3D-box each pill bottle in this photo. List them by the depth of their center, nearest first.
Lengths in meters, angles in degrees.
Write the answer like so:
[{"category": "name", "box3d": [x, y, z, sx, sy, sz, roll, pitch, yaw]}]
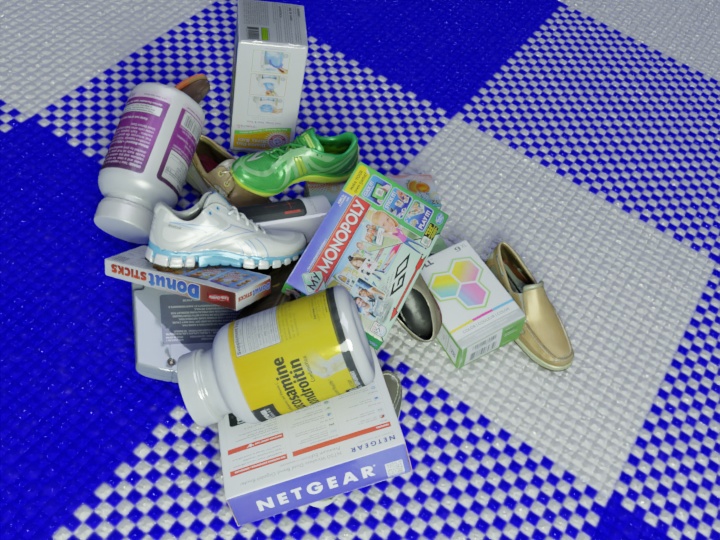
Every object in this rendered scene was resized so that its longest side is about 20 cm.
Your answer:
[{"category": "pill bottle", "box3d": [-0.091, 0.098, 0.911, 0.197, 0.113, 0.113, -20, 53, 4]}, {"category": "pill bottle", "box3d": [-0.293, -0.145, 1.159, 0.111, 0.112, 0.203, 15, 71, 0]}]

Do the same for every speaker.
[{"category": "speaker", "box3d": [-0.133, -0.047, 1.116, 0.197, 0.082, 0.082, -10, 53, -21]}]

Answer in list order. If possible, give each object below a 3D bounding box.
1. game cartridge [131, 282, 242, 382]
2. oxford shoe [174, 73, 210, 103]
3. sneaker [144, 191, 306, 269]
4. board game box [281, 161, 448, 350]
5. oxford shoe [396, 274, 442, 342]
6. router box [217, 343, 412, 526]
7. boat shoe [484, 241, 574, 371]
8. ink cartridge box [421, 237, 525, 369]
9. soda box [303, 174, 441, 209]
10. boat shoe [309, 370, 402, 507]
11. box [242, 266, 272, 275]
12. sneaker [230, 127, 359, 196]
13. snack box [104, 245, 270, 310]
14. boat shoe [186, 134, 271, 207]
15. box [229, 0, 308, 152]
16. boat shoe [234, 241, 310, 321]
[{"category": "game cartridge", "box3d": [-0.178, 0.072, 1.039, 0.197, 0.041, 0.135, -1, 58, -19]}, {"category": "oxford shoe", "box3d": [-0.281, -0.225, 1.295, 0.072, 0.071, 0.201, 35, 57, -4]}, {"category": "sneaker", "box3d": [-0.157, -0.050, 1.014, 0.197, 0.088, 0.075, -1, 16, -23]}, {"category": "board game box", "box3d": [0.009, -0.022, 1.020, 0.133, 0.029, 0.201, 31, 61, -2]}, {"category": "oxford shoe", "box3d": [0.043, 0.002, 1.063, 0.070, 0.075, 0.201, -36, 94, 6]}, {"category": "router box", "box3d": [-0.060, 0.172, 0.948, 0.197, 0.049, 0.180, -16, 38, -2]}, {"category": "boat shoe", "box3d": [0.233, 0.045, 1.170, 0.071, 0.077, 0.201, -18, 57, -26]}, {"category": "ink cartridge box", "box3d": [0.126, 0.025, 1.164, 0.103, 0.060, 0.201, -24, 58, -17]}, {"category": "soda box", "box3d": [0.016, -0.095, 1.247, 0.197, 0.064, 0.069, -3, 50, -14]}, {"category": "boat shoe", "box3d": [-0.004, 0.189, 1.005, 0.072, 0.061, 0.202, 31, 51, 13]}, {"category": "box", "box3d": [-0.179, 0.019, 1.125, 0.198, 0.036, 0.143, -23, 59, -27]}, {"category": "sneaker", "box3d": [-0.090, -0.161, 1.176, 0.198, 0.084, 0.074, -15, 54, -28]}, {"category": "snack box", "box3d": [-0.207, 0.006, 1.008, 0.197, 0.025, 0.072, 13, 20, 26]}, {"category": "boat shoe", "box3d": [-0.191, -0.128, 1.204, 0.074, 0.067, 0.199, -28, 51, -37]}, {"category": "box", "box3d": [-0.144, -0.290, 1.282, 0.100, 0.201, 0.114, 2, 48, -12]}, {"category": "boat shoe", "box3d": [-0.081, 0.033, 1.042, 0.071, 0.068, 0.201, -8, 33, 39]}]
